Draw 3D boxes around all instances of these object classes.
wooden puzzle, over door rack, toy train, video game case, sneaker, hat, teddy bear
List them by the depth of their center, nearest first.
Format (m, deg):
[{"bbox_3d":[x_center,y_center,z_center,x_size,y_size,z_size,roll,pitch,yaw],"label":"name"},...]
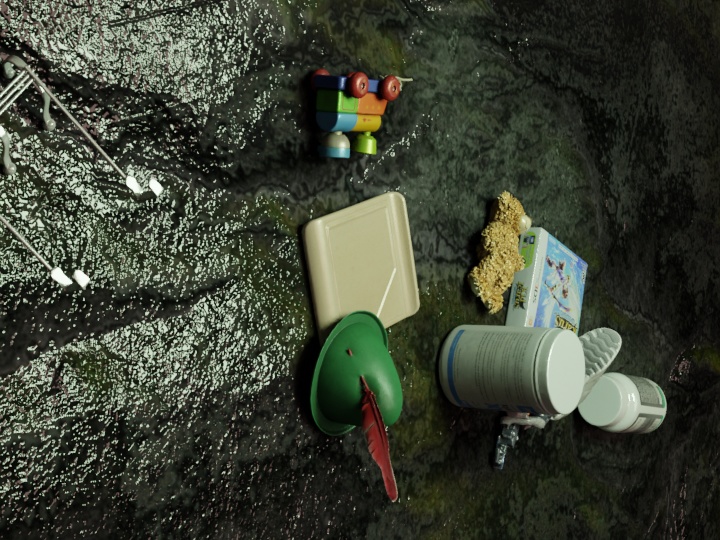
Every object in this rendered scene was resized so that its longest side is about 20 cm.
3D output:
[{"bbox_3d":[-0.318,-0.090,1.053,0.200,0.066,0.149,44,55,-18],"label":"over door rack"},{"bbox_3d":[0.044,0.172,1.415,0.164,0.174,0.204,6,98,-52],"label":"hat"},{"bbox_3d":[0.013,-0.214,1.480,0.199,0.084,0.118,-7,106,-51],"label":"toy train"},{"bbox_3d":[0.000,0.000,1.499,0.199,0.037,0.188,-22,108,-45],"label":"wooden puzzle"},{"bbox_3d":[0.236,-0.028,1.768,0.201,0.066,0.146,-58,134,-33],"label":"teddy bear"},{"bbox_3d":[0.338,0.043,1.915,0.199,0.045,0.184,28,69,-48],"label":"video game case"},{"bbox_3d":[0.398,0.187,1.938,0.200,0.075,0.082,-48,153,5],"label":"sneaker"}]

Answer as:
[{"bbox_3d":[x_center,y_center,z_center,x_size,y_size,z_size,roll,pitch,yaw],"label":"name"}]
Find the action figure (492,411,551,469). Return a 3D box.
[{"bbox_3d":[0.287,0.241,1.791,0.194,0.103,0.203,56,49,-68],"label":"action figure"}]

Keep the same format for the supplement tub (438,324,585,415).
[{"bbox_3d":[0.233,0.153,1.658,0.131,0.198,0.135,-1,91,-51],"label":"supplement tub"}]

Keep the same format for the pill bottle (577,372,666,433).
[{"bbox_3d":[0.507,0.258,2.075,0.199,0.112,0.115,14,79,-51],"label":"pill bottle"}]
